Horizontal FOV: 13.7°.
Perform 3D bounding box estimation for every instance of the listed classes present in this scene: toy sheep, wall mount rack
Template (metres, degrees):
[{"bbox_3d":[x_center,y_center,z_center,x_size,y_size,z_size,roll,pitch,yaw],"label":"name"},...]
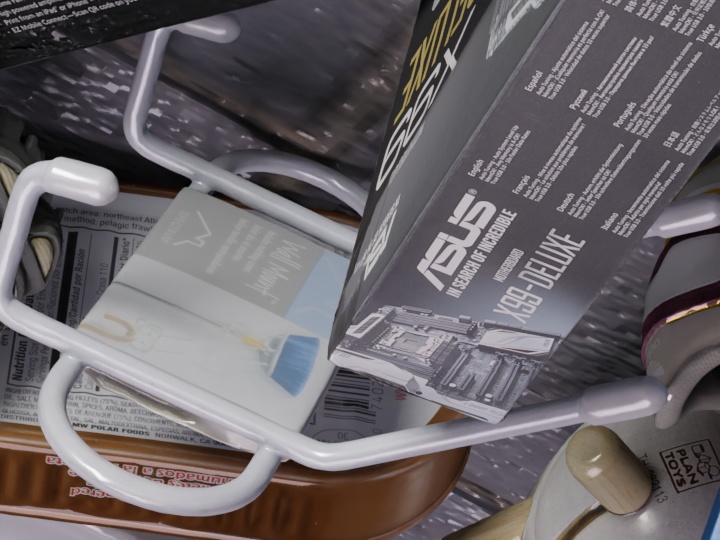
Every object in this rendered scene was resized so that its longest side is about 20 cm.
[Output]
[{"bbox_3d":[0.104,0.099,0.936,0.138,0.138,0.200,-3,156,25],"label":"toy sheep"},{"bbox_3d":[0.000,0.000,0.810,0.173,0.200,0.075,23,120,4],"label":"wall mount rack"}]

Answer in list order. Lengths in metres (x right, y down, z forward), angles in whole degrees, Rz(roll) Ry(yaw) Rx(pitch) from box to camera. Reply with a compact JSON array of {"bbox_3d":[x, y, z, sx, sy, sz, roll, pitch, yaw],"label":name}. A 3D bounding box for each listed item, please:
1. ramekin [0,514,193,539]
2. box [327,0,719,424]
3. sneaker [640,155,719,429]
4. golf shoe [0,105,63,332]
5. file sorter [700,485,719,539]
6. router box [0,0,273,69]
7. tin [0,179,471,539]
[{"bbox_3d":[-0.121,0.084,1.033,0.202,0.094,0.203,10,145,7],"label":"ramekin"},{"bbox_3d":[0.060,-0.080,0.686,0.050,0.158,0.200,21,145,-8],"label":"box"},{"bbox_3d":[0.179,0.032,0.851,0.200,0.090,0.075,11,145,7],"label":"sneaker"},{"bbox_3d":[-0.146,-0.035,0.791,0.078,0.095,0.200,1,141,32],"label":"golf shoe"},{"bbox_3d":[0.198,0.077,0.753,0.200,0.123,0.139,15,113,-1],"label":"file sorter"},{"bbox_3d":[-0.092,-0.124,0.771,0.200,0.051,0.149,-10,138,34],"label":"router box"},{"bbox_3d":[-0.061,0.024,0.903,0.199,0.112,0.042,8,135,-5],"label":"tin"}]
